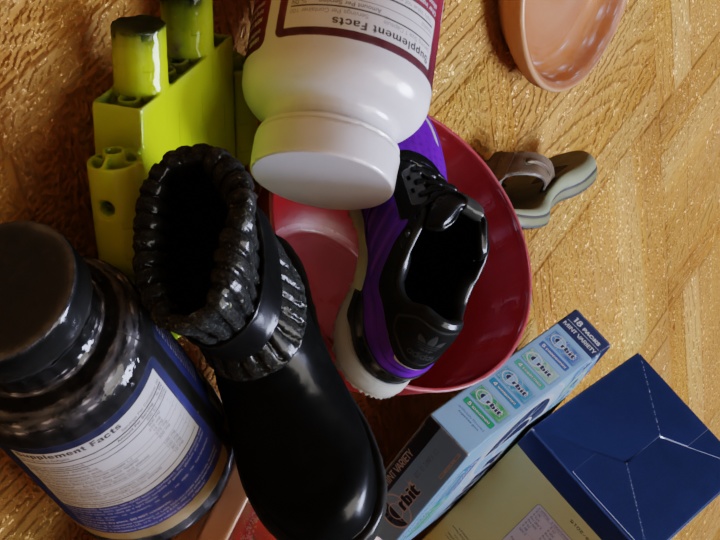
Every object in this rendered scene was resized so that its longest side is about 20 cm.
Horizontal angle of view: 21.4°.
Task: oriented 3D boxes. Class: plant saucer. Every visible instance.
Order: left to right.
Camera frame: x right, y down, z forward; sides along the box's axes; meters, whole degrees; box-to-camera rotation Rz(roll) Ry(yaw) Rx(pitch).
[{"bbox_3d":[-0.093,0.149,1.189,0.201,0.032,0.200,-64,-179,2],"label":"plant saucer"},{"bbox_3d":[0.160,-0.241,1.492,0.200,0.037,0.201,-37,135,-48],"label":"plant saucer"}]

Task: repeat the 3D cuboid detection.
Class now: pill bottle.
[{"bbox_3d":[-0.151,0.062,1.038,0.112,0.111,0.200,-60,148,-21],"label":"pill bottle"},{"bbox_3d":[-0.009,-0.144,1.124,0.113,0.112,0.201,44,50,-58],"label":"pill bottle"}]

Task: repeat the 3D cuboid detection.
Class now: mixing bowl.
[{"bbox_3d":[0.000,0.000,1.229,0.199,0.108,0.201,16,60,-30],"label":"mixing bowl"}]

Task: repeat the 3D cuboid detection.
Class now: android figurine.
[{"bbox_3d":[-0.108,-0.058,1.099,0.182,0.041,0.201,-49,143,-58],"label":"android figurine"}]

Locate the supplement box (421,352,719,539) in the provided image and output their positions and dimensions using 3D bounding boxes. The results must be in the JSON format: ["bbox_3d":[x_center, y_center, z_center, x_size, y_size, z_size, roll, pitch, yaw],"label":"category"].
[{"bbox_3d":[0.173,0.204,1.567,0.200,0.134,0.200,-25,160,-53],"label":"supplement box"}]

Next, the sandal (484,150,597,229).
[{"bbox_3d":[0.121,-0.070,1.492,0.201,0.079,0.058,-35,117,-57],"label":"sandal"}]

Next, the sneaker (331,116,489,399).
[{"bbox_3d":[0.040,-0.028,1.132,0.069,0.099,0.201,21,54,-27],"label":"sneaker"}]

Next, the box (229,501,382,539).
[{"bbox_3d":[-0.064,0.259,1.306,0.201,0.102,0.095,-65,150,-12],"label":"box"}]

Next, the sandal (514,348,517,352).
[{"bbox_3d":[0.077,0.047,1.456,0.054,0.080,0.200,-63,159,10],"label":"sandal"}]

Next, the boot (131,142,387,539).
[{"bbox_3d":[-0.056,0.049,1.025,0.079,0.212,0.158,-23,160,1],"label":"boot"}]

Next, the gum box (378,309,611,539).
[{"bbox_3d":[0.086,0.131,1.462,0.200,0.045,0.170,-32,163,-46],"label":"gum box"}]
